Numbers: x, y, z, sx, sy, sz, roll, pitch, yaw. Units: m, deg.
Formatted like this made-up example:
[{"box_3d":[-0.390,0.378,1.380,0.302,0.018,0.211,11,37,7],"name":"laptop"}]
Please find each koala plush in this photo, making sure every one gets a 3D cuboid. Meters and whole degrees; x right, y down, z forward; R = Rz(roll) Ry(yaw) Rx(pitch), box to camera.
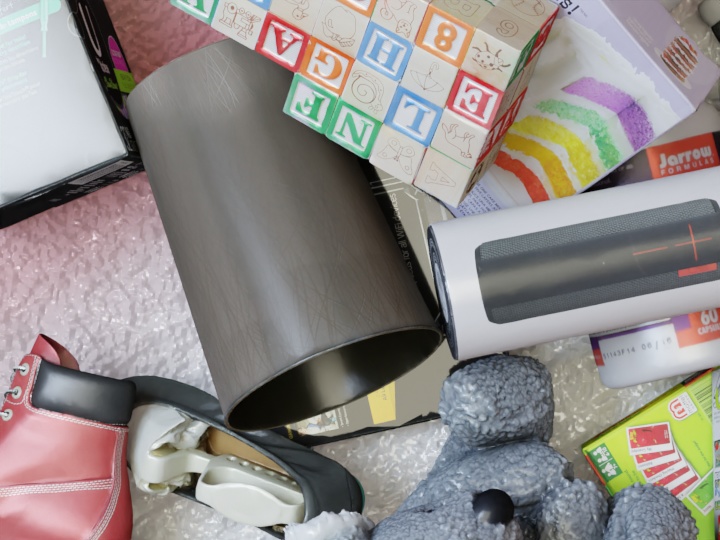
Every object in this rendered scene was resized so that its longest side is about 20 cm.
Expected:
[{"box_3d":[0.059,0.176,1.627,0.177,0.200,0.184,43,116,14],"name":"koala plush"}]

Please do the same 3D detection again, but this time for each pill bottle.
[{"box_3d":[0.174,-0.038,1.704,0.111,0.111,0.201,-15,90,4],"name":"pill bottle"}]

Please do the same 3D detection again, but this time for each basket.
[{"box_3d":[-0.051,-0.027,1.648,0.136,0.180,0.201,-21,78,-6],"name":"basket"}]

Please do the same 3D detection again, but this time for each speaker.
[{"box_3d":[0.142,-0.007,1.607,0.199,0.081,0.082,-11,90,-3],"name":"speaker"}]

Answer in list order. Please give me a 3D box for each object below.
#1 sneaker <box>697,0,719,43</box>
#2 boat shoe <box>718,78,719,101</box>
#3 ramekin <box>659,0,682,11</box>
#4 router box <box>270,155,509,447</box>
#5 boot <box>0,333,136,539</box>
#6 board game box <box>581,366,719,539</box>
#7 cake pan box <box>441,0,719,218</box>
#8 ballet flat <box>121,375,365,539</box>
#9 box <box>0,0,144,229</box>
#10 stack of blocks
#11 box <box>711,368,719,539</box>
[{"box_3d":[0.310,-0.171,1.698,0.200,0.073,0.112,-35,92,31],"name":"sneaker"},{"box_3d":[0.270,-0.044,1.715,0.072,0.062,0.201,-31,115,-33],"name":"boat shoe"},{"box_3d":[0.118,-0.241,1.678,0.200,0.098,0.201,-1,66,2],"name":"ramekin"},{"box_3d":[0.000,0.000,1.745,0.157,0.052,0.201,-12,90,4],"name":"router box"},{"box_3d":[-0.234,0.109,1.701,0.199,0.072,0.145,1,89,5],"name":"boot"},{"box_3d":[0.230,0.166,1.734,0.101,0.048,0.200,-32,88,4],"name":"board game box"},{"box_3d":[0.076,-0.131,1.615,0.200,0.052,0.184,49,129,-8],"name":"cake pan box"},{"box_3d":[-0.091,0.113,1.707,0.199,0.068,0.068,18,110,28],"name":"ballet flat"},{"box_3d":[-0.217,-0.137,1.711,0.124,0.149,0.201,-22,89,5],"name":"box"},{"box_3d":[-0.003,-0.137,1.582,0.200,0.059,0.115,30,130,9],"name":"stack of blocks"},{"box_3d":[0.311,0.115,1.702,0.199,0.035,0.111,3,81,-11],"name":"box"}]
